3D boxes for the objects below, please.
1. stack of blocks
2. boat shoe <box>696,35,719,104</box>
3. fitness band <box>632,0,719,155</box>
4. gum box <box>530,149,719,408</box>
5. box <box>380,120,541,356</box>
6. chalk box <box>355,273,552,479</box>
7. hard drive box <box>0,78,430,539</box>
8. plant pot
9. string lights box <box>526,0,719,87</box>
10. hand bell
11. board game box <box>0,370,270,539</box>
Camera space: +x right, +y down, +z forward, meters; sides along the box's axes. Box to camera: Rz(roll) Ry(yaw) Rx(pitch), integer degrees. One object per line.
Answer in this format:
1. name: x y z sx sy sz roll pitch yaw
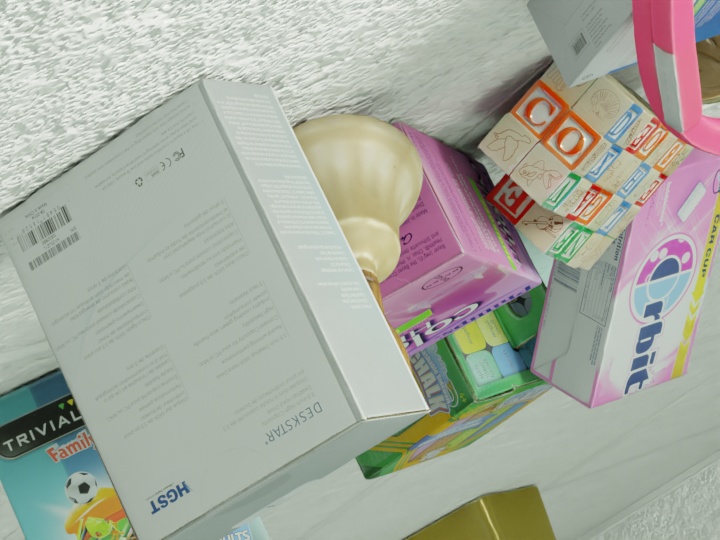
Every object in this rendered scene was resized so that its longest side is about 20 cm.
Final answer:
1. stack of blocks: 0.142 -0.070 1.615 0.115 0.059 0.200 -49 163 8
2. boat shoe: 0.287 -0.161 1.611 0.199 0.072 0.065 -18 173 0
3. fitness band: 0.211 -0.150 1.324 0.143 0.037 0.201 -27 130 -22
4. gum box: 0.202 -0.011 1.819 0.113 0.066 0.201 -15 126 -42
5. box: 0.000 0.000 1.604 0.175 0.097 0.200 -29 167 13
6. chalk box: 0.073 0.057 1.912 0.123 0.125 0.200 -15 162 -42
7. hard drive box: -0.081 0.025 1.311 0.155 0.201 0.077 -31 166 25
8. plant pot: 0.175 0.435 3.424 0.194 0.201 0.195 -32 167 24
9. string lights box: 0.204 -0.175 1.397 0.199 0.059 0.103 -20 166 -24
10. hand bell: 0.003 0.015 1.384 0.103 0.201 0.105 -7 133 -7
11. board game box: -0.156 0.157 1.683 0.150 0.201 0.047 -25 167 -7
